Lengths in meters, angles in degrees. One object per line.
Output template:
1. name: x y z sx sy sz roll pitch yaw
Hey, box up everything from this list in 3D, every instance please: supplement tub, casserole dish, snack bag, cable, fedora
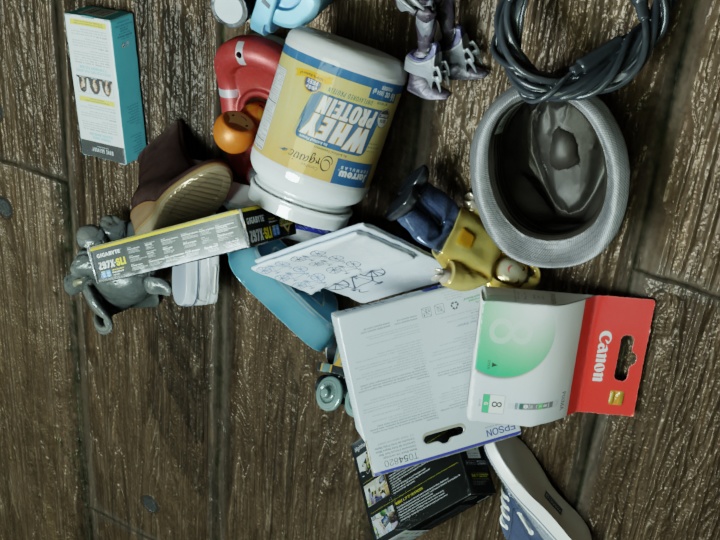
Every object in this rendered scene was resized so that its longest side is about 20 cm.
1. supplement tub: -0.042 -0.161 1.214 0.144 0.144 0.201 24 106 20
2. casserole dish: -0.093 0.018 1.381 0.039 0.121 0.200 -39 108 19
3. snack bag: 0.000 0.000 1.296 0.188 0.199 0.022 -17 63 40
4. cable: 0.220 -0.254 1.057 0.162 0.051 0.201 26 97 4
5. fedora: 0.211 -0.111 1.143 0.176 0.090 0.202 -7 102 33

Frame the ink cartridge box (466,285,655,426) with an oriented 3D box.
1. ink cartridge box: 0.227 0.104 1.219 0.198 0.050 0.162 6 116 4

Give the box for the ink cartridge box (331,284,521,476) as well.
1. ink cartridge box: 0.081 0.124 1.285 0.041 0.198 0.202 -162 60 -77

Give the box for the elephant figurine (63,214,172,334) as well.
1. elephant figurine: -0.364 0.023 1.581 0.140 0.156 0.201 4 141 -18

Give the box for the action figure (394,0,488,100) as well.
1. action figure: 0.079 -0.284 1.123 0.069 0.130 0.201 22 142 37

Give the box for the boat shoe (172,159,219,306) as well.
1. boat shoe: -0.218 -0.051 1.469 0.073 0.065 0.202 23 109 56

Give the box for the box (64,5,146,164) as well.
1. box: -0.345 -0.252 1.455 0.082 0.049 0.201 15 121 26

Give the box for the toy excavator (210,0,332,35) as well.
1. toy excavator: -0.044 -0.335 1.201 0.199 0.100 0.195 28 129 2

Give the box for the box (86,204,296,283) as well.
1. box: -0.193 -0.036 1.259 0.199 0.160 0.050 -13 92 18

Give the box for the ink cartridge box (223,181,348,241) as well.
1. ink cartridge box: -0.076 -0.064 1.356 0.199 0.037 0.095 16 165 27

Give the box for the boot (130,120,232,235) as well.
1. boot: -0.239 -0.134 1.389 0.200 0.072 0.167 -36 48 36

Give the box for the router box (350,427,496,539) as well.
1. router box: 0.077 0.260 1.405 0.200 0.051 0.150 -40 55 40

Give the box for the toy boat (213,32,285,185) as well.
1. toy boat: -0.130 -0.184 1.299 0.130 0.131 0.201 10 119 28

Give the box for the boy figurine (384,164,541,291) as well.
1. boy figurine: 0.121 -0.027 1.229 0.200 0.125 0.064 39 149 -11

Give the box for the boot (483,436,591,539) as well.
1. boot: 0.203 0.301 1.376 0.090 0.073 0.200 -36 93 34

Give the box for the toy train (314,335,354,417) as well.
1. toy train: 0.024 0.140 1.385 0.199 0.085 0.115 7 80 44
